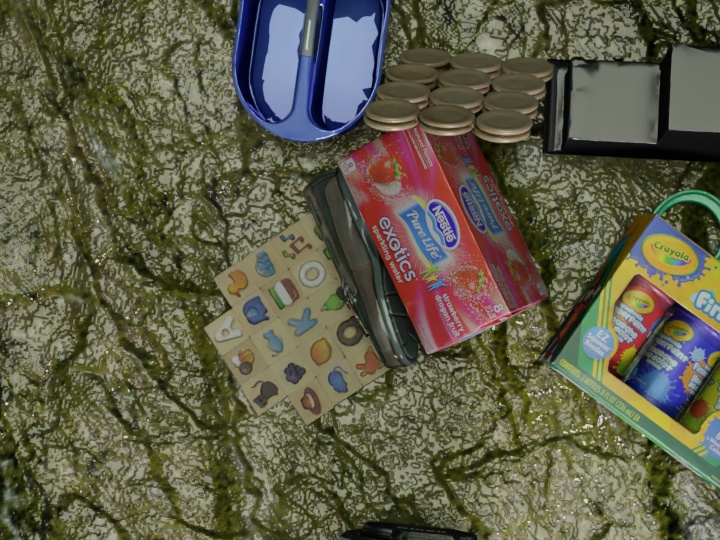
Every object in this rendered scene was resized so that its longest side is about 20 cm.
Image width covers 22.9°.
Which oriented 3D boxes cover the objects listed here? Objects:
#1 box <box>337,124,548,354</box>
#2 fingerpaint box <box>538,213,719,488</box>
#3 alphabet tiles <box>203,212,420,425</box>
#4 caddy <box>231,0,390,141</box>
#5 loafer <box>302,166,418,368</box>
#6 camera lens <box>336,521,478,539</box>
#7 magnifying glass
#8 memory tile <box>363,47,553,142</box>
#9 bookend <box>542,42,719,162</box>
[{"bbox_3d":[0.076,-0.038,1.630,0.099,0.095,0.202,-28,84,30],"label":"box"},{"bbox_3d":[0.294,0.073,1.625,0.199,0.073,0.167,36,88,-5],"label":"fingerpaint box"},{"bbox_3d":[-0.042,0.041,1.691,0.199,0.006,0.167,-34,85,0],"label":"alphabet tiles"},{"bbox_3d":[-0.045,-0.218,1.658,0.140,0.105,0.202,7,86,2],"label":"caddy"},{"bbox_3d":[0.000,0.000,1.663,0.062,0.072,0.202,-20,78,20],"label":"loafer"},{"bbox_3d":[0.044,0.332,1.589,0.158,0.160,0.202,6,86,3],"label":"camera lens"},{"bbox_3d":[0.276,0.012,1.670,0.079,0.022,0.201,36,89,4],"label":"magnifying glass"},{"bbox_3d":[0.091,-0.160,1.605,0.152,0.200,0.017,6,116,12],"label":"memory tile"},{"bbox_3d":[0.268,-0.158,1.594,0.198,0.199,0.093,3,86,4],"label":"bookend"}]
